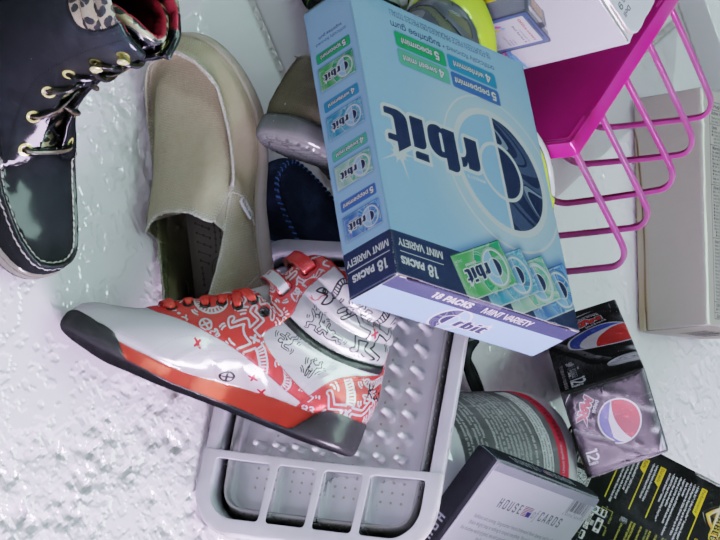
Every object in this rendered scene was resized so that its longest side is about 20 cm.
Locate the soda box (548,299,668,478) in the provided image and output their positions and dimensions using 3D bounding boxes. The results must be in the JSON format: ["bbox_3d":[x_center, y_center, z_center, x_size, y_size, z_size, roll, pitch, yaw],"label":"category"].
[{"bbox_3d":[0.179,0.083,1.579,0.200,0.063,0.071,-89,162,-77],"label":"soda box"}]

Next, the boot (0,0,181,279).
[{"bbox_3d":[-0.169,-0.101,1.219,0.073,0.153,0.204,-15,95,-48],"label":"boot"}]

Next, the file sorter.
[{"bbox_3d":[0.167,-0.103,1.617,0.200,0.139,0.126,-54,126,-38],"label":"file sorter"}]

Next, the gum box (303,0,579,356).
[{"bbox_3d":[0.050,-0.060,1.318,0.170,0.044,0.201,18,53,-44],"label":"gum box"}]

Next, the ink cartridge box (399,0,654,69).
[{"bbox_3d":[0.122,-0.221,1.533,0.088,0.200,0.146,52,50,-30],"label":"ink cartridge box"}]

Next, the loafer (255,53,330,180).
[{"bbox_3d":[0.004,-0.092,1.391,0.200,0.075,0.070,22,82,-64],"label":"loafer"}]

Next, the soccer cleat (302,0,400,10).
[{"bbox_3d":[0.000,-0.169,1.478,0.081,0.067,0.200,-80,147,-65],"label":"soccer cleat"}]

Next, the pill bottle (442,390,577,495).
[{"bbox_3d":[0.052,0.139,1.468,0.200,0.110,0.111,3,82,-49],"label":"pill bottle"}]

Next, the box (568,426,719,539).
[{"bbox_3d":[0.194,0.225,1.595,0.159,0.049,0.200,28,54,3],"label":"box"}]

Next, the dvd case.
[{"bbox_3d":[0.066,0.216,1.437,0.200,0.025,0.150,-55,145,7],"label":"dvd case"}]

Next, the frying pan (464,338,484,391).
[{"bbox_3d":[0.068,0.038,1.522,0.115,0.031,0.191,-92,157,-72],"label":"frying pan"}]

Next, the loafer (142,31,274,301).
[{"bbox_3d":[-0.101,-0.051,1.349,0.068,0.075,0.201,-19,99,-54],"label":"loafer"}]

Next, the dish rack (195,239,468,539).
[{"bbox_3d":[-0.010,0.083,1.367,0.044,0.171,0.201,36,61,-59],"label":"dish rack"}]

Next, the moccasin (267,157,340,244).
[{"bbox_3d":[0.000,0.000,1.460,0.200,0.068,0.081,53,50,-27],"label":"moccasin"}]

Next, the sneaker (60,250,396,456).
[{"bbox_3d":[-0.076,0.030,1.310,0.201,0.067,0.108,22,82,-9],"label":"sneaker"}]

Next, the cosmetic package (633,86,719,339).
[{"bbox_3d":[0.289,-0.046,1.795,0.103,0.073,0.201,9,78,-47],"label":"cosmetic package"}]

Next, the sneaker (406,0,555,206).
[{"bbox_3d":[0.072,-0.100,1.471,0.201,0.074,0.081,64,31,-13],"label":"sneaker"}]
